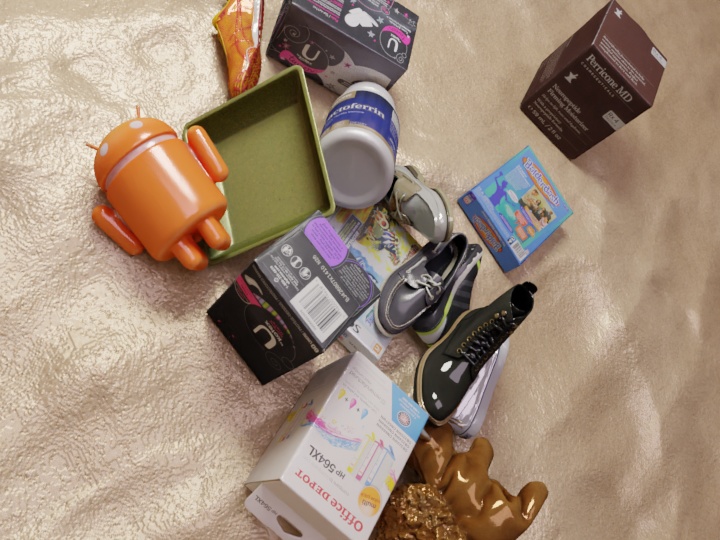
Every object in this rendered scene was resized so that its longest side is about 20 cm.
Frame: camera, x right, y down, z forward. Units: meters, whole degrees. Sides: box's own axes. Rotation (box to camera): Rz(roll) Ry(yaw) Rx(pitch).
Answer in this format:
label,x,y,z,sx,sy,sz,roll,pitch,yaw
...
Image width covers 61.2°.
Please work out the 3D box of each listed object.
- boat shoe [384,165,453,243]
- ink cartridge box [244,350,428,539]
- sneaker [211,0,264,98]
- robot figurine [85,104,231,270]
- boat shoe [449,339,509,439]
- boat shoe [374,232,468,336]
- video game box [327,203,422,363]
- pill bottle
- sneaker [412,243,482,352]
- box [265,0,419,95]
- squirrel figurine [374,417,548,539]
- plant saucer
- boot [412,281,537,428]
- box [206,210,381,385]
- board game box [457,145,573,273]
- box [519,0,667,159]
label,x,y,z,sx,sy,sz,roll,pitch,yaw
boat shoe,0.075,-0.098,0.899,0.066,0.077,0.201,-2,28,-17
ink cartridge box,-0.033,0.225,0.725,0.128,0.125,0.202,41,56,-10
sneaker,-0.182,-0.335,0.897,0.074,0.073,0.206,1,65,-6
robot figurine,-0.240,-0.094,0.732,0.202,0.143,0.116,52,35,-1
boat shoe,0.167,0.142,0.905,0.065,0.073,0.204,34,57,-19
boat shoe,0.090,0.011,0.862,0.073,0.062,0.200,49,55,-9
video game box,0.000,0.000,0.879,0.182,0.047,0.202,44,56,-12
pill bottle,-0.001,-0.188,0.876,0.114,0.116,0.203,31,35,-16
sneaker,0.138,0.043,0.943,0.201,0.070,0.084,-52,123,-32
box,-0.029,-0.364,0.947,0.196,0.132,0.118,24,64,-20
squirrel figurine,0.103,0.285,0.779,0.188,0.142,0.199,49,53,3
plant saucer,-0.128,-0.130,0.794,0.048,0.195,0.206,15,58,-65
boot,0.150,0.099,0.791,0.077,0.138,0.202,39,48,-7
box,-0.086,0.040,0.718,0.106,0.199,0.123,-40,92,-34
board game box,0.280,-0.113,1.084,0.198,0.045,0.154,-35,91,-34
box,0.450,-0.365,1.186,0.165,0.199,0.166,40,57,-9
